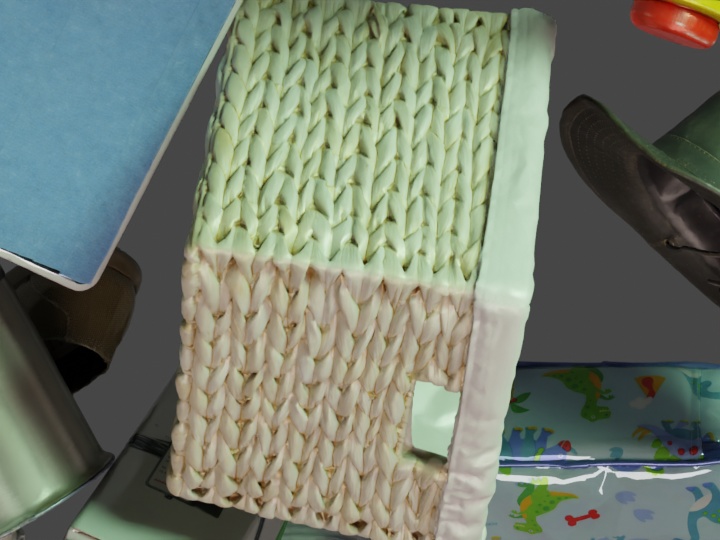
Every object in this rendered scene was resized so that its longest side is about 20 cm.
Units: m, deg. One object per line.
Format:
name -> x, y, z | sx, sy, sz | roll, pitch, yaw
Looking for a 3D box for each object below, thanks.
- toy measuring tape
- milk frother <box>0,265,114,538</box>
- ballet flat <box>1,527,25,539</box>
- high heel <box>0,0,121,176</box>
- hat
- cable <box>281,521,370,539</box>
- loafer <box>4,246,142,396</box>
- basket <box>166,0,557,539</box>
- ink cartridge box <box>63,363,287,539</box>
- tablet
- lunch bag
toy measuring tape -> 0.177, -0.128, 1.384 | 0.200, 0.074, 0.074 | 19, 138, -41
milk frother -> -0.255, 0.057, 1.512 | 0.180, 0.200, 0.189 | -29, 97, -18
ballet flat -> -0.238, 0.143, 1.687 | 0.069, 0.070, 0.200 | -27, 143, 29
high heel -> -0.173, -0.128, 1.416 | 0.067, 0.096, 0.200 | -27, 113, -11
hat -> 0.194, -0.034, 1.446 | 0.081, 0.200, 0.201 | -47, 127, -6
cable -> -0.039, 0.221, 1.760 | 0.199, 0.069, 0.200 | 10, 138, -5
loafer -> -0.195, 0.053, 1.589 | 0.076, 0.068, 0.200 | 30, 131, -26
basket -> 0.000, 0.000, 1.424 | 0.160, 0.200, 0.199 | 7, 137, -1
ink cartridge box -> -0.098, 0.147, 1.562 | 0.083, 0.200, 0.147 | 25, 126, 6
tablet -> -0.136, -0.101, 1.376 | 0.130, 0.014, 0.200 | 25, 96, -24
lunch bag -> 0.131, 0.125, 1.637 | 0.199, 0.083, 0.161 | 0, 140, 5
